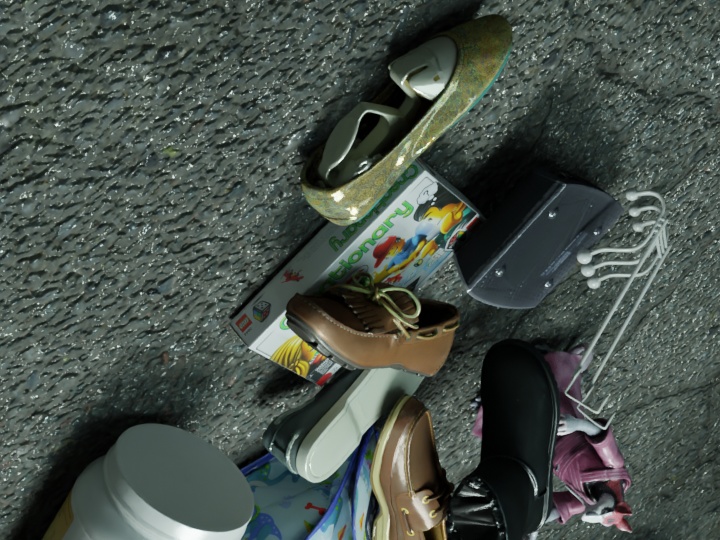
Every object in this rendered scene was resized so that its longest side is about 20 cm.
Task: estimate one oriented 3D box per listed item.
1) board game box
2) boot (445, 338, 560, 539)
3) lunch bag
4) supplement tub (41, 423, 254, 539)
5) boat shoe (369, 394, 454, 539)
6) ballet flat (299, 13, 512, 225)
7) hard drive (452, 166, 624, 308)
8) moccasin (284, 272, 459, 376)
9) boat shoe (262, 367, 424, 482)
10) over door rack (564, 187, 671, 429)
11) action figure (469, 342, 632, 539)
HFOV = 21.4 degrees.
[{"bbox_3d":[0.000,0.000,1.544,0.200,0.035,0.126,-45,149,7],"label":"board game box"},{"bbox_3d":[0.121,0.175,1.685,0.162,0.073,0.199,-32,121,-64],"label":"boot"},{"bbox_3d":[-0.049,0.239,1.719,0.200,0.127,0.170,-45,150,-24],"label":"lunch bag"},{"bbox_3d":[-0.185,0.237,1.533,0.145,0.145,0.200,1,130,-48],"label":"supplement tub"},{"bbox_3d":[0.052,0.191,1.677,0.072,0.068,0.200,-49,149,-42],"label":"boat shoe"},{"bbox_3d":[0.030,-0.118,1.406,0.200,0.071,0.071,-47,149,10],"label":"ballet flat"},{"bbox_3d":[0.151,-0.029,1.636,0.135,0.042,0.200,-48,161,11],"label":"hard drive"},{"bbox_3d":[0.015,0.039,1.506,0.201,0.074,0.078,15,110,-49],"label":"moccasin"},{"bbox_3d":[-0.006,0.098,1.636,0.200,0.062,0.073,-45,140,-32],"label":"boat shoe"},{"bbox_3d":[0.219,0.032,1.701,0.148,0.067,0.200,41,68,-75],"label":"over door rack"},{"bbox_3d":[0.200,0.177,1.828,0.149,0.200,0.134,-6,136,-46],"label":"action figure"}]
